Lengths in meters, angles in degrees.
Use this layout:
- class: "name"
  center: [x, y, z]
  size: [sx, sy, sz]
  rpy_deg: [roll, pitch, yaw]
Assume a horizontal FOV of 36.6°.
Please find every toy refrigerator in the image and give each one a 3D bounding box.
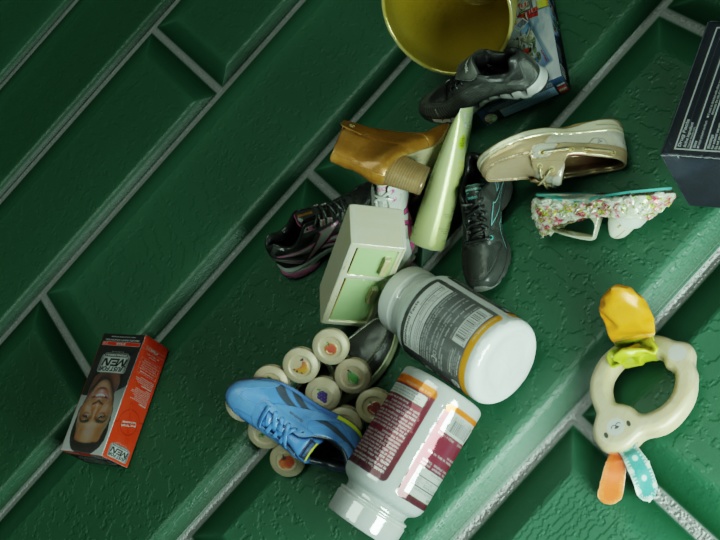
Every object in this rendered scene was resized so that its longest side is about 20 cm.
- class: "toy refrigerator"
  center: [0.000, 0.000, 1.473]
  size: [0.201, 0.075, 0.071]
  rpy_deg: [113, 159, -53]

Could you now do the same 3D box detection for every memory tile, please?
- class: "memory tile"
  center: [-0.070, 0.178, 1.459]
  size: [0.199, 0.154, 0.017]
  rpy_deg: [-33, 8, 16]

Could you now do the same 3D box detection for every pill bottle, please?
- class: "pill bottle"
  center: [0.052, 0.231, 1.345]
  size: [0.114, 0.114, 0.201]
  rpy_deg: [25, 79, 43]
- class: "pill bottle"
  center: [0.118, 0.076, 1.392]
  size: [0.200, 0.116, 0.117]
  rpy_deg: [33, 84, 45]

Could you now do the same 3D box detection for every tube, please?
- class: "tube"
  center: [0.119, -0.128, 1.505]
  size: [0.058, 0.051, 0.202]
  rpy_deg: [42, 119, 61]

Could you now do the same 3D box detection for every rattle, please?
- class: "rattle"
  center: [0.296, 0.143, 1.208]
  size: [0.129, 0.143, 0.201]
  rpy_deg: [22, 70, 24]

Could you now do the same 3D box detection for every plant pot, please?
- class: "plant pot"
  center: [0.148, -0.407, 1.592]
  size: [0.199, 0.201, 0.142]
  rpy_deg: [-6, 33, 34]

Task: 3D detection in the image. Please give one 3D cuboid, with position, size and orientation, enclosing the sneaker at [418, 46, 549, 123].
- class: "sneaker"
  center: [0.160, -0.270, 1.543]
  size: [0.199, 0.090, 0.067]
  rpy_deg: [-13, 55, 31]

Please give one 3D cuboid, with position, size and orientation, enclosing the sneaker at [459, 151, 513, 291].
- class: "sneaker"
  center: [0.159, -0.068, 1.479]
  size: [0.075, 0.079, 0.202]
  rpy_deg: [-12, 58, 30]

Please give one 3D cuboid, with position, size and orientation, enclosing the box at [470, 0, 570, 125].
- class: "box"
  center: [0.230, -0.325, 1.615]
  size: [0.136, 0.038, 0.202]
  rpy_deg: [-21, 53, 26]

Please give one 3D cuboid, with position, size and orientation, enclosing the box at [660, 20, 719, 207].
- class: "box"
  center: [0.487, -0.180, 1.274]
  size: [0.197, 0.123, 0.201]
  rpy_deg: [10, 67, 39]

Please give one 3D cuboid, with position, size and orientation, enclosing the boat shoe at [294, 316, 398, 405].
- class: "boat shoe"
  center: [-0.029, 0.140, 1.495]
  size: [0.201, 0.066, 0.072]
  rpy_deg: [-47, 46, 3]

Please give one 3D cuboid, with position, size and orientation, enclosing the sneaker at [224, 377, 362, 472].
- class: "sneaker"
  center: [-0.089, 0.203, 1.421]
  size: [0.066, 0.199, 0.078]
  rpy_deg: [-65, -2, 20]

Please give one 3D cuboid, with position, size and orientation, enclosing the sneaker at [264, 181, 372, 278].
- class: "sneaker"
  center: [-0.058, -0.067, 1.632]
  size: [0.200, 0.086, 0.081]
  rpy_deg: [-39, 48, 9]

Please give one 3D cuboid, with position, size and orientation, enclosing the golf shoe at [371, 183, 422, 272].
- class: "golf shoe"
  center: [0.040, -0.087, 1.571]
  size: [0.072, 0.092, 0.202]
  rpy_deg: [-11, 59, 31]

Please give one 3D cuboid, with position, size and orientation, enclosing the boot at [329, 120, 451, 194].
- class: "boot"
  center: [0.043, -0.182, 1.530]
  size: [0.143, 0.071, 0.201]
  rpy_deg: [24, 34, 6]

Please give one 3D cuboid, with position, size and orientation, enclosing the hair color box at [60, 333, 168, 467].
- class: "hair color box"
  center: [-0.388, 0.203, 1.725]
  size: [0.101, 0.061, 0.202]
  rpy_deg: [-1, 63, 35]

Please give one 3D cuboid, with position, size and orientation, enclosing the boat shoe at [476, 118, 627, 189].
- class: "boat shoe"
  center: [0.255, -0.144, 1.432]
  size: [0.198, 0.074, 0.070]
  rpy_deg: [-13, 63, 4]

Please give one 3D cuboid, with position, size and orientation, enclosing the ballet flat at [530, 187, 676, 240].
- class: "ballet flat"
  center: [0.308, -0.071, 1.390]
  size: [0.199, 0.075, 0.065]
  rpy_deg: [0, 94, 41]
